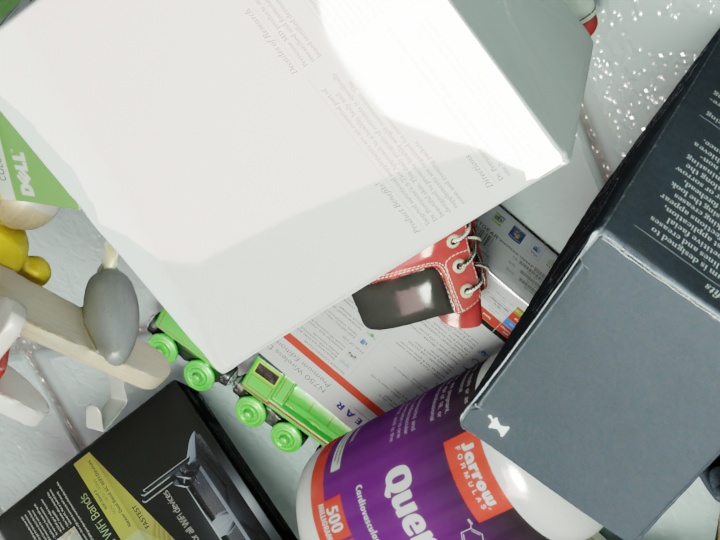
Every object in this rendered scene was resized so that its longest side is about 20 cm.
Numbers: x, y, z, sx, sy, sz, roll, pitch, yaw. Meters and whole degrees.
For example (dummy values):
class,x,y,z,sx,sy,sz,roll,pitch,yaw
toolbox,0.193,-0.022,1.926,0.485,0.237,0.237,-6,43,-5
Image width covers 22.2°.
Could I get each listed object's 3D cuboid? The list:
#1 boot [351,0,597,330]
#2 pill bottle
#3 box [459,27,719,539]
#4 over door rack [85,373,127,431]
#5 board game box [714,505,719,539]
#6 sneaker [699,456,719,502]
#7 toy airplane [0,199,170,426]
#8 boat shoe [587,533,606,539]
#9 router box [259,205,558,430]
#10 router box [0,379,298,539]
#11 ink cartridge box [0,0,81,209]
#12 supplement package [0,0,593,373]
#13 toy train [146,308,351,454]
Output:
class,x,y,z,sx,sy,sz,roll,pitch,yaw
boot,0.061,-0.052,0.966,0.199,0.072,0.145,-29,98,24
pill bottle,0.066,0.116,1.033,0.199,0.113,0.113,-31,105,33
box,0.156,0.002,0.890,0.107,0.200,0.149,35,135,3
over door rack,-0.207,-0.016,1.180,0.147,0.067,0.202,14,109,22
board game box,0.287,0.200,1.007,0.198,0.057,0.166,3,135,6
sneaker,0.229,0.108,1.009,0.200,0.081,0.074,38,135,-3
toy airplane,-0.215,-0.002,1.044,0.198,0.200,0.142,33,92,18
boat shoe,0.159,0.222,1.088,0.066,0.074,0.199,52,175,-21
router box,0.000,0.000,1.089,0.200,0.049,0.180,40,135,-2
router box,-0.123,0.199,1.208,0.157,0.052,0.201,-37,73,3
ink cartridge box,-0.163,-0.104,1.001,0.059,0.200,0.104,9,129,20
supplement package,-0.031,-0.101,0.845,0.199,0.147,0.192,-31,107,25
toy train,-0.051,0.079,1.191,0.199,0.042,0.057,35,124,3
